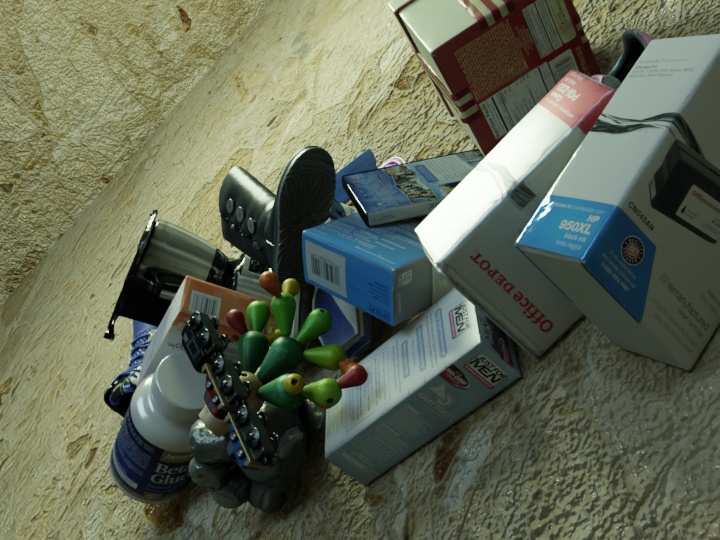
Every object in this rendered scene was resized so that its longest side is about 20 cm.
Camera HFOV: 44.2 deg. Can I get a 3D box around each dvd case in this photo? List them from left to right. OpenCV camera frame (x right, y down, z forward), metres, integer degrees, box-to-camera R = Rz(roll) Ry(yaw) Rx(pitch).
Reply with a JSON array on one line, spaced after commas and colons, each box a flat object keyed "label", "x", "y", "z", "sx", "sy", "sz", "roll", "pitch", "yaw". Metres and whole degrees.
[{"label": "dvd case", "x": 0.087, "y": -0.097, "z": 0.984, "sx": 0.197, "sy": 0.018, "sz": 0.143, "roll": -12, "pitch": 24, "yaw": -7}]

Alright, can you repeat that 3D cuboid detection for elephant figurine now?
[{"label": "elephant figurine", "x": -0.105, "y": 0.152, "z": 0.986, "sx": 0.153, "sy": 0.143, "sz": 0.201, "roll": 7, "pitch": 38, "yaw": 13}]

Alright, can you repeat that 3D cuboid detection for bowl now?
[{"label": "bowl", "x": -0.056, "y": -0.089, "z": 1.197, "sx": 0.200, "sy": 0.040, "sz": 0.201, "roll": -36, "pitch": 6, "yaw": 4}]

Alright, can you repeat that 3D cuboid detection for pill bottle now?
[{"label": "pill bottle", "x": -0.237, "y": 0.193, "z": 1.096, "sx": 0.112, "sy": 0.110, "sz": 0.201, "roll": -81, "pitch": 16, "yaw": -47}]

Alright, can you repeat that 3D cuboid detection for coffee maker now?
[{"label": "coffee maker", "x": -0.221, "y": 0.035, "z": 1.207, "sx": 0.192, "sy": 0.198, "sz": 0.136, "roll": 128, "pitch": 160, "yaw": -49}]

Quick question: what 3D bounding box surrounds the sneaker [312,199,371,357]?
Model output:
[{"label": "sneaker", "x": 0.000, "y": -0.001, "z": 1.056, "sx": 0.080, "sy": 0.114, "sz": 0.202, "roll": -34, "pitch": 59, "yaw": 42}]

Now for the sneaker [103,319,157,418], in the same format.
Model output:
[{"label": "sneaker", "x": -0.298, "y": 0.142, "z": 1.236, "sx": 0.080, "sy": 0.115, "sz": 0.202, "roll": -26, "pitch": 67, "yaw": 27}]

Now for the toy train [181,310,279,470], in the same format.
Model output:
[{"label": "toy train", "x": -0.127, "y": 0.114, "z": 0.833, "sx": 0.046, "sy": 0.034, "sz": 0.200, "roll": -51, "pitch": 46, "yaw": 15}]

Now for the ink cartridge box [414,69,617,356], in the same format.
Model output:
[{"label": "ink cartridge box", "x": 0.168, "y": -0.046, "z": 0.768, "sx": 0.200, "sy": 0.145, "sz": 0.085, "roll": -46, "pitch": 27, "yaw": 9}]

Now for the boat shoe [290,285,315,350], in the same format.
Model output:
[{"label": "boat shoe", "x": -0.068, "y": 0.041, "z": 1.143, "sx": 0.202, "sy": 0.060, "sz": 0.072, "roll": -96, "pitch": 26, "yaw": -57}]

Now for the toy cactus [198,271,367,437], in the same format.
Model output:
[{"label": "toy cactus", "x": -0.092, "y": 0.095, "z": 0.881, "sx": 0.165, "sy": 0.103, "sz": 0.200, "roll": -42, "pitch": 48, "yaw": -8}]

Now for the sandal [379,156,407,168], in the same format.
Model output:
[{"label": "sandal", "x": 0.050, "y": -0.113, "z": 1.168, "sx": 0.083, "sy": 0.050, "sz": 0.203, "roll": -51, "pitch": 24, "yaw": 0}]

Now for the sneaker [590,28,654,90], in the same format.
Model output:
[{"label": "sneaker", "x": 0.234, "y": -0.141, "z": 0.860, "sx": 0.201, "sy": 0.082, "sz": 0.070, "roll": -57, "pitch": 26, "yaw": -11}]

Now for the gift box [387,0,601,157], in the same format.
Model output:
[{"label": "gift box", "x": 0.165, "y": -0.266, "z": 1.019, "sx": 0.198, "sy": 0.185, "sz": 0.187, "roll": -29, "pitch": 37, "yaw": 3}]

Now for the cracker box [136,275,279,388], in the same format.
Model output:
[{"label": "cracker box", "x": -0.191, "y": 0.100, "z": 1.121, "sx": 0.200, "sy": 0.133, "sz": 0.058, "roll": 129, "pitch": 153, "yaw": -47}]

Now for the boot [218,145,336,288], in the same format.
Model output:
[{"label": "boot", "x": -0.106, "y": -0.087, "z": 1.055, "sx": 0.200, "sy": 0.065, "sz": 0.167, "roll": 39, "pitch": 118, "yaw": 57}]

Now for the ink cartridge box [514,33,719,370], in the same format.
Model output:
[{"label": "ink cartridge box", "x": 0.233, "y": -0.053, "z": 0.668, "sx": 0.201, "sy": 0.144, "sz": 0.084, "roll": -55, "pitch": 27, "yaw": -8}]

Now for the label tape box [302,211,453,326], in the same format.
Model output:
[{"label": "label tape box", "x": 0.058, "y": -0.023, "z": 0.940, "sx": 0.199, "sy": 0.067, "sz": 0.143, "roll": -20, "pitch": 30, "yaw": -37}]

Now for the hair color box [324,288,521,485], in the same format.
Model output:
[{"label": "hair color box", "x": 0.054, "y": 0.108, "z": 0.854, "sx": 0.200, "sy": 0.060, "sz": 0.100, "roll": -40, "pitch": 27, "yaw": 24}]
